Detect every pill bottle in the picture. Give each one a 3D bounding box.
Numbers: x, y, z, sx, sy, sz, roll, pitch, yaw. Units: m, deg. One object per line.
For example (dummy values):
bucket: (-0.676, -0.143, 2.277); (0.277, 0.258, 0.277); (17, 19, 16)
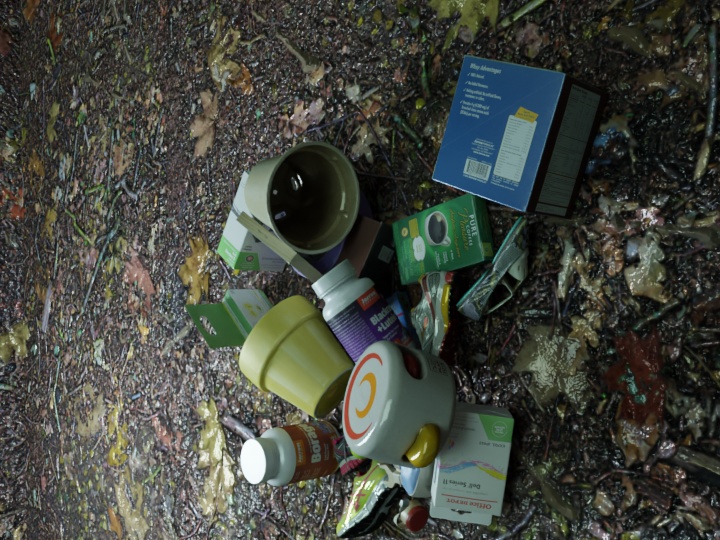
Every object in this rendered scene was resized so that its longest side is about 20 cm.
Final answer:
pill bottle: (-0.138, 0.371, 1.460); (0.111, 0.197, 0.115); (-2, 87, 44)
pill bottle: (0.002, 0.085, 1.292); (0.111, 0.111, 0.202); (-35, 90, 38)

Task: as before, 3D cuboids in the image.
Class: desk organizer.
desk organizer: (0.000, 0.000, 1.397); (0.076, 0.071, 0.204); (25, 92, 44)

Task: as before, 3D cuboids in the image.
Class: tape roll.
tape roll: (-0.069, -0.084, 1.495); (0.197, 0.084, 0.205); (-4, 84, 46)

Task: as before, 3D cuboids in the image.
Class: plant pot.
plant pot: (-0.130, -0.144, 1.386); (0.182, 0.197, 0.206); (14, 98, 55)
plant pot: (-0.114, 0.187, 1.462); (0.188, 0.199, 0.203); (38, 115, 23)

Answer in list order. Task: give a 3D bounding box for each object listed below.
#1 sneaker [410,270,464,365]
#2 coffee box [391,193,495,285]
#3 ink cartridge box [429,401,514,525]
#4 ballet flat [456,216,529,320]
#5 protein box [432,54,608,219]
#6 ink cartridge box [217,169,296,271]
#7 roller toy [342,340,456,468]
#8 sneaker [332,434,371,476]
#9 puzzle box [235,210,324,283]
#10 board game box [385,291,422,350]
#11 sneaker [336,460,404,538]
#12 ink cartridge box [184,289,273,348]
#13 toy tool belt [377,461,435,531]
sneaker: (0.129, 0.099, 1.275); (0.081, 0.077, 0.205); (9, 94, 31)
coffee box: (0.147, -0.053, 1.299); (0.198, 0.043, 0.126); (-20, 74, 44)
ink cartridge box: (0.180, 0.327, 1.188); (0.114, 0.067, 0.205); (7, 95, 1)
ballet flat: (0.237, 0.006, 1.198); (0.072, 0.071, 0.202); (52, 123, 34)
protein box: (0.247, -0.210, 1.139); (0.197, 0.133, 0.204); (26, 107, 43)
ink cartridge box: (-0.212, -0.107, 1.599); (0.084, 0.144, 0.203); (40, 116, 38)
roller toy: (0.066, 0.216, 1.158); (0.199, 0.137, 0.187); (-25, 50, 62)
sneaker: (0.003, 0.326, 1.386); (0.200, 0.080, 0.076); (-48, 63, 41)
puzzle box: (-0.151, -0.038, 1.429); (0.026, 0.133, 0.199); (-51, 50, -3)
board game box: (0.059, 0.165, 1.382); (0.150, 0.036, 0.204); (-34, 64, 39)
sneaker: (0.012, 0.440, 1.400); (0.201, 0.077, 0.091); (-54, 45, 22)
ink cartridge box: (-0.274, 0.105, 1.613); (0.146, 0.197, 0.048); (49, 120, 34)
toy tool belt: (0.091, 0.342, 1.288); (0.122, 0.123, 0.205); (25, 104, 56)
